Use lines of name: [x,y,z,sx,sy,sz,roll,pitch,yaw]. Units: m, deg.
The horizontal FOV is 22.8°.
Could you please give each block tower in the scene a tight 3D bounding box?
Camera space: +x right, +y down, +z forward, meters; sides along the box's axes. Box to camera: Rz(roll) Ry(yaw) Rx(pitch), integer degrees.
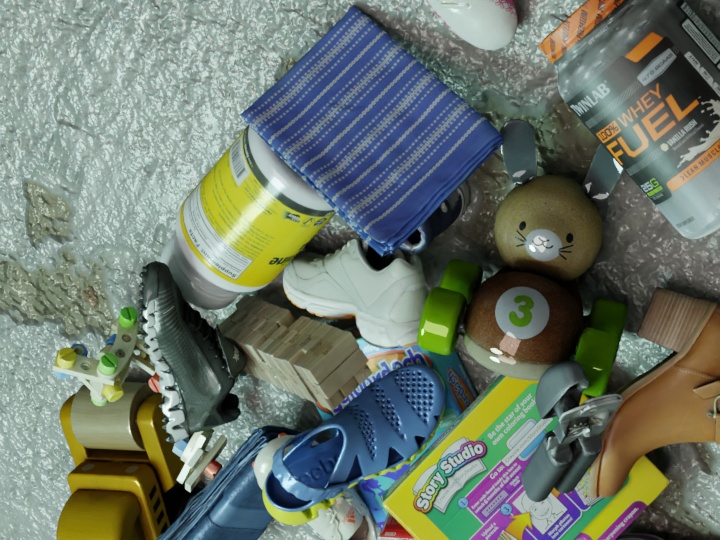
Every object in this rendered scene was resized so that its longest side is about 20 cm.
block tower: [-0.066,0.075,1.665,0.200,0.058,0.054,19,146,58]

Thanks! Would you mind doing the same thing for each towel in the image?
towel: [-0.127,0.238,1.785,0.200,0.111,0.049,-50,60,12]
towel: [0.008,-0.121,1.515,0.145,0.024,0.200,-44,64,-4]

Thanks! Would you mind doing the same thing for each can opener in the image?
can opener: [0.169,0.132,1.491,0.200,0.053,0.067,104,147,-65]

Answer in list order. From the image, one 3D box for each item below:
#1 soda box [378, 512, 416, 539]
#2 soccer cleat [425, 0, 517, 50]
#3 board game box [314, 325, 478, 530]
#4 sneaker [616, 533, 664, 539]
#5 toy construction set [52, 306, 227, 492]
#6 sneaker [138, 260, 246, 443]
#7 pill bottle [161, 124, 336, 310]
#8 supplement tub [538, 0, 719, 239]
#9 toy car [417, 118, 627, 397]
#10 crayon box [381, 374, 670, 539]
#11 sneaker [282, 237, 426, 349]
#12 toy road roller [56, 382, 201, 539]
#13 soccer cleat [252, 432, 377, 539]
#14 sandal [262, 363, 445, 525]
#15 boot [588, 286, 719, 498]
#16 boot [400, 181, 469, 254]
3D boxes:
soda box: [0.081,0.303,1.731,0.069,0.064,0.201,-2,129,24]
soccer cleat: [0.052,-0.258,1.467,0.070,0.086,0.201,-30,99,37]
board game box: [0.043,0.143,1.711,0.151,0.045,0.201,-19,105,35]
sneaker: [0.315,0.296,1.638,0.199,0.075,0.100,6,132,31]
toy construction set: [-0.198,0.117,1.776,0.200,0.131,0.092,43,140,-2]
sneaker: [-0.155,0.072,1.673,0.090,0.067,0.201,-9,124,0]
pill bottle: [-0.099,-0.053,1.643,0.112,0.112,0.200,45,128,0]
supplement tub: [0.240,-0.134,1.406,0.200,0.123,0.122,48,128,-1]
toy car: [0.154,-0.020,1.509,0.163,0.158,0.201,15,110,9]
crayon box: [0.147,0.197,1.612,0.200,0.058,0.173,-45,88,0]
sneaker: [0.000,0.000,1.622,0.199,0.075,0.093,23,116,49]
toy road roller: [-0.253,0.227,1.857,0.122,0.146,0.201,-1,115,29]
soccer cleat: [-0.035,0.220,1.729,0.078,0.069,0.200,42,175,39]
sandal: [-0.007,0.155,1.615,0.200,0.087,0.080,-39,70,-4]
boot: [0.290,0.128,1.529,0.154,0.077,0.201,23,95,9]
boot: [0.009,-0.108,1.568,0.200,0.090,0.073,45,128,1]
